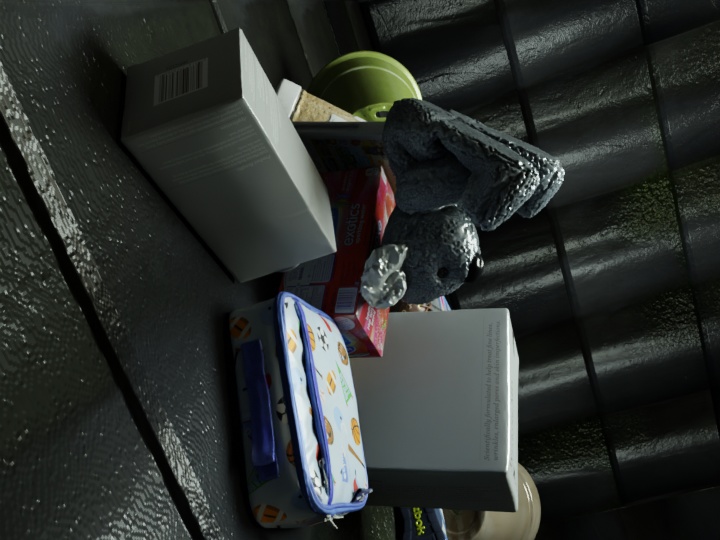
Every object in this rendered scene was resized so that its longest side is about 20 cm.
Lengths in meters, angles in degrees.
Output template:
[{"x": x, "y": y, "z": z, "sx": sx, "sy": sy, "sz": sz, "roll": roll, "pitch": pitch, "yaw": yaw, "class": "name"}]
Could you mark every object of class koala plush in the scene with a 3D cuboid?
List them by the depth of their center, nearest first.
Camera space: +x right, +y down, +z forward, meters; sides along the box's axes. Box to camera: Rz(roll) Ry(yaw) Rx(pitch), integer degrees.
[{"x": 0.079, "y": -0.054, "z": 0.725, "sx": 0.177, "sy": 0.182, "sz": 0.203, "roll": -19, "pitch": 135, "yaw": -60, "class": "koala plush"}]

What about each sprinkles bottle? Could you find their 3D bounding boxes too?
[{"x": -0.025, "y": -0.170, "z": 0.898, "sx": 0.197, "sy": 0.069, "sz": 0.069, "roll": 25, "pitch": 27, "yaw": -11, "class": "sprinkles bottle"}]

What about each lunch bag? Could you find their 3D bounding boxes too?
[{"x": -0.053, "y": 0.128, "z": 0.623, "sx": 0.160, "sy": 0.074, "sz": 0.203, "roll": 44, "pitch": 30, "yaw": -65, "class": "lunch bag"}]

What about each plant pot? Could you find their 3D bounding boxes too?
[{"x": 0.017, "y": -0.203, "z": 1.031, "sx": 0.191, "sy": 0.197, "sz": 0.202, "roll": -108, "pitch": 177, "yaw": -63, "class": "plant pot"}, {"x": 0.210, "y": 0.433, "z": 1.285, "sx": 0.173, "sy": 0.198, "sz": 0.203, "roll": 27, "pitch": 46, "yaw": -54, "class": "plant pot"}]

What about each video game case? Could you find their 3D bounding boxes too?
[{"x": -0.010, "y": -0.113, "z": 0.877, "sx": 0.201, "sy": 0.179, "sz": 0.023, "roll": 59, "pitch": 43, "yaw": -54, "class": "video game case"}]

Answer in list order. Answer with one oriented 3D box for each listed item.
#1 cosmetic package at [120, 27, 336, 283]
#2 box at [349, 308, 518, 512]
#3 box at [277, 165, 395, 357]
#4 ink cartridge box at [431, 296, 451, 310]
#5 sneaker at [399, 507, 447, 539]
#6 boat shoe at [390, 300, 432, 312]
[{"x": -0.102, "y": -0.085, "z": 0.593, "sx": 0.201, "sy": 0.105, "sz": 0.091, "roll": 62, "pitch": 15, "yaw": -54, "class": "cosmetic package"}, {"x": 0.086, "y": 0.165, "z": 0.834, "sx": 0.131, "sy": 0.196, "sz": 0.202, "roll": 63, "pitch": 30, "yaw": -51, "class": "box"}, {"x": -0.019, "y": -0.010, "z": 0.795, "sx": 0.096, "sy": 0.098, "sz": 0.203, "roll": 60, "pitch": 32, "yaw": -50, "class": "box"}, {"x": 0.096, "y": 0.098, "z": 1.252, "sx": 0.201, "sy": 0.134, "sz": 0.078, "roll": 57, "pitch": 23, "yaw": -57, "class": "ink cartridge box"}, {"x": 0.094, "y": 0.389, "z": 1.000, "sx": 0.201, "sy": 0.073, "sz": 0.083, "roll": -89, "pitch": 162, "yaw": -53, "class": "sneaker"}, {"x": 0.077, "y": 0.064, "z": 1.072, "sx": 0.070, "sy": 0.070, "sz": 0.203, "roll": -12, "pitch": 123, "yaw": -52, "class": "boat shoe"}]
